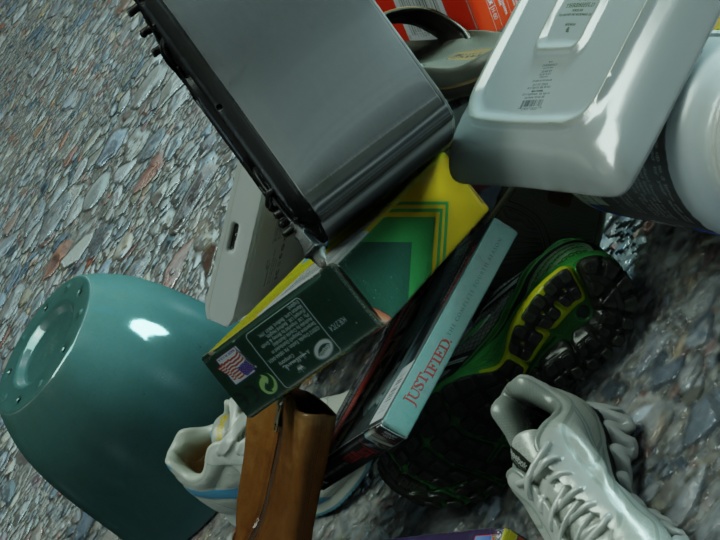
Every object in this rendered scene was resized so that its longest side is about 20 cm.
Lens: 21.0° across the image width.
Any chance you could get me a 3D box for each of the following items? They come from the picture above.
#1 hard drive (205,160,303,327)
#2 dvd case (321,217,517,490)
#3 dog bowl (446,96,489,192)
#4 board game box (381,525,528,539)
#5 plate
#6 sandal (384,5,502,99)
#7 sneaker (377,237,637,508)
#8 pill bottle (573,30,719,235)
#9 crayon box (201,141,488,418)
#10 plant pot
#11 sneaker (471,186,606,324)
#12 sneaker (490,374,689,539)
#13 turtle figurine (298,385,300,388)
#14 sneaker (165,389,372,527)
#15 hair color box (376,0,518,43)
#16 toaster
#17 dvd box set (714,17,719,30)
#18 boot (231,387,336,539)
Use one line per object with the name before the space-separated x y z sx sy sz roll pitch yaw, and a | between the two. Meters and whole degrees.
hard drive | -0.045 -0.050 1.428 0.200 0.026 0.133 -35 -36 -61
dvd case | 0.026 0.057 1.198 0.147 0.022 0.200 -60 4 -21
dog bowl | 0.062 -0.112 1.351 0.199 0.074 0.200 -23 21 9
board game box | 0.019 0.249 1.093 0.165 0.057 0.201 -15 47 53
plate | 0.132 -0.139 1.112 0.201 0.032 0.199 -63 25 -8
sandal | 0.032 -0.145 1.282 0.082 0.055 0.199 -38 23 -30
sneaker | 0.088 0.064 1.186 0.200 0.078 0.085 -45 15 11
pill bottle | 0.198 -0.078 1.092 0.114 0.113 0.200 -59 24 -6
crayon box | 0.000 0.000 1.206 0.127 0.051 0.200 -36 6 37
plant pot | -0.186 0.097 1.528 0.200 0.160 0.201 -42 28 29
sneaker | 0.132 -0.049 1.253 0.106 0.074 0.202 -29 -38 -75
sneaker | 0.117 0.128 1.033 0.075 0.081 0.200 -47 28 15
turtle figurine | -0.006 0.012 1.417 0.161 0.064 0.200 -48 18 14
sneaker | -0.059 0.126 1.356 0.199 0.081 0.077 -28 35 44
hair color box | 0.109 -0.225 1.376 0.199 0.062 0.101 -35 21 -33
toaster | -0.037 -0.108 1.162 0.118 0.201 0.181 -36 -3 -1
dvd box set | 0.232 -0.201 1.280 0.147 0.029 0.200 -53 24 8
boot | -0.078 0.165 1.244 0.188 0.068 0.202 -162 74 -67
